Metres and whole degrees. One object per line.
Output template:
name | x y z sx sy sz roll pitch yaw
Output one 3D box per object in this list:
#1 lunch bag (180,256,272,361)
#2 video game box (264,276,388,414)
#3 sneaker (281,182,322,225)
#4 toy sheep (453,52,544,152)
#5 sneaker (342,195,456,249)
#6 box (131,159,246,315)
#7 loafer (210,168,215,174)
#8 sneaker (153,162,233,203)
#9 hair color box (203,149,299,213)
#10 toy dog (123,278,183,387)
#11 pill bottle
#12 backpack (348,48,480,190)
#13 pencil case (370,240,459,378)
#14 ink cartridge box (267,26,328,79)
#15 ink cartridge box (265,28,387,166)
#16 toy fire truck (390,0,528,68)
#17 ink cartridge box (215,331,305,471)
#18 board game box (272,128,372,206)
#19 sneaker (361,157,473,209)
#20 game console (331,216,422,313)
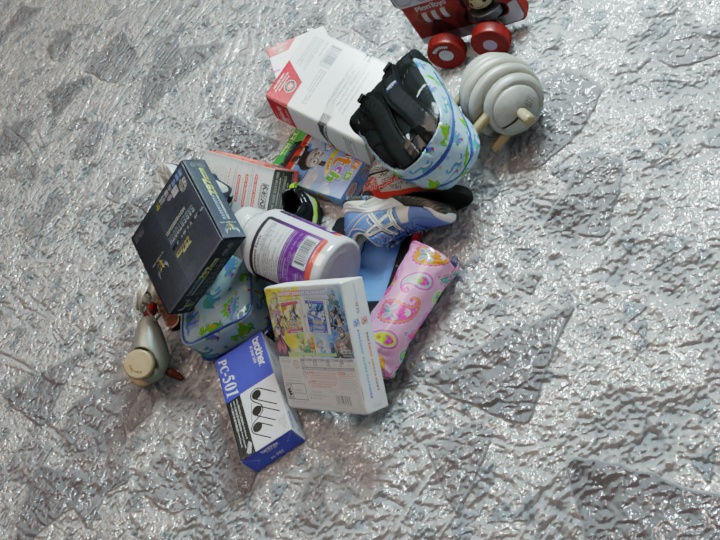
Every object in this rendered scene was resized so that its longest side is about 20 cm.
lunch bag | -0.219 0.040 1.775 0.160 0.082 0.201 -26 46 21
video game box | -0.052 0.104 1.524 0.200 0.047 0.183 -4 101 54
sneaker | -0.118 -0.051 1.765 0.071 0.083 0.201 -14 53 29
toy sheep | 0.210 -0.259 1.634 0.138 0.138 0.200 -42 40 5
sneaker | 0.058 -0.071 1.625 0.199 0.076 0.078 0 82 40
box | -0.273 -0.051 1.701 0.200 0.051 0.158 -49 62 38
loafer | -0.303 -0.083 1.894 0.075 0.068 0.201 14 98 47
sneaker | -0.248 -0.095 1.799 0.199 0.129 0.080 54 128 25
hair color box | -0.199 -0.143 1.882 0.200 0.061 0.102 20 102 44
toy dog | -0.326 0.106 1.798 0.132 0.096 0.201 -94 17 -81
pill bottle | -0.108 -0.028 1.656 0.199 0.111 0.112 24 76 31
backpack | 0.086 -0.207 1.597 0.163 0.154 0.200 -48 25 13
pencil case | 0.063 0.056 1.553 0.087 0.087 0.200 22 75 44
ink cartridge box | -0.090 -0.344 1.929 0.116 0.068 0.200 -21 40 3
ink cartridge box | -0.029 -0.283 1.773 0.199 0.084 0.145 28 77 19
toy fire truck | 0.161 -0.432 1.763 0.199 0.168 0.113 -8 56 33
ink cartridge box | -0.155 0.196 1.646 0.094 0.044 0.200 -34 45 11
board game box | -0.053 -0.195 1.852 0.199 0.037 0.152 21 73 43
sneaker | 0.092 -0.148 1.687 0.201 0.067 0.108 -4 61 38
game console | 0.000 0.000 1.678 0.176 0.031 0.201 0 60 37
